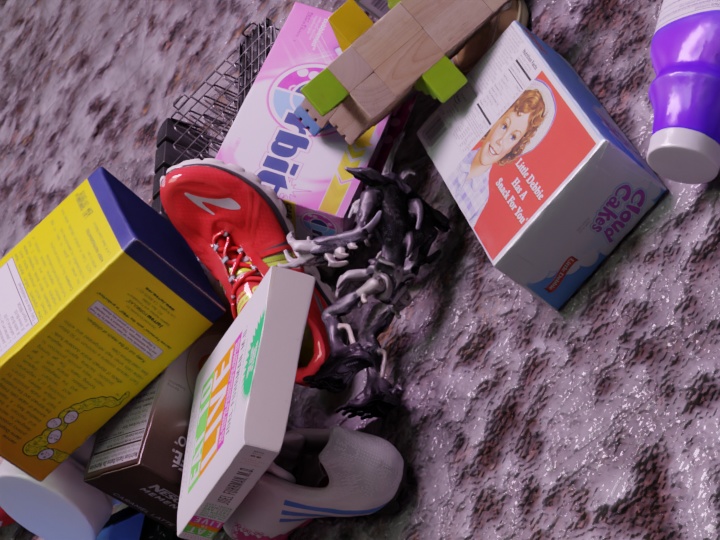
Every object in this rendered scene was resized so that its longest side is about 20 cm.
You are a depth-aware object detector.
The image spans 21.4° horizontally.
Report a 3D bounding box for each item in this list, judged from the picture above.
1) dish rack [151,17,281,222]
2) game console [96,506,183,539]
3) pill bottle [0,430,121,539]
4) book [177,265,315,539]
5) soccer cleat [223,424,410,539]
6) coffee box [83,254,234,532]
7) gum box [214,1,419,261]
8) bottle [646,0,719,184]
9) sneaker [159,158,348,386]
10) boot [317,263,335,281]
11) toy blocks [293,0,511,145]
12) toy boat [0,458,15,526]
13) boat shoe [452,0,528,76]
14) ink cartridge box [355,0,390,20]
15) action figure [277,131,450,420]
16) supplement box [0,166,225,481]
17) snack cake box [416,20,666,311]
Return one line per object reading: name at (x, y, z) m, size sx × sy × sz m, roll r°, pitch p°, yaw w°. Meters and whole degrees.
dish rack at (-0.125, -0.133, 1.760) m, size 0.200 × 0.054 × 0.154 m, roll -43°, pitch 33°, yaw 33°
game console at (-0.249, 0.253, 1.527) m, size 0.200 × 0.119 × 0.173 m, roll -28°, pitch 41°, yaw 41°
pill bottle at (-0.213, 0.120, 1.565) m, size 0.114 × 0.114 × 0.200 m, roll -19°, pitch 34°, yaw 48°
book at (-0.082, 0.101, 1.342) m, size 0.200 × 0.048 × 0.134 m, roll 125°, pitch 158°, yaw -58°
soccer cleat at (-0.051, 0.146, 1.362) m, size 0.200 × 0.086 × 0.070 m, roll -22°, pitch 45°, yaw 47°
coffee box at (-0.129, 0.094, 1.503) m, size 0.080 × 0.114 × 0.201 m, roll -20°, pitch 48°, yaw 45°
gum box at (-0.031, -0.117, 1.520) m, size 0.066 × 0.113 × 0.200 m, roll 91°, pitch -160°, yaw -57°
bottle at (0.232, -0.153, 1.241) m, size 0.083 × 0.065 × 0.201 m, roll -15°, pitch 50°, yaw 51°
sneaker at (-0.078, 0.002, 1.424) m, size 0.077 × 0.200 × 0.085 m, roll -35°, pitch 12°, yaw 22°
boot at (-0.046, -0.083, 1.590) m, size 0.154 × 0.073 × 0.203 m, roll -55°, pitch 31°, yaw -2°
toy blocks at (0.030, -0.161, 1.432) m, size 0.200 × 0.100 × 0.137 m, roll -42°, pitch 1°, yaw -16°
toy boat at (-0.375, 0.213, 1.781) m, size 0.200 × 0.130 × 0.131 m, roll 6°, pitch 97°, yaw 58°
boat shoe at (0.091, -0.227, 1.525) m, size 0.073 × 0.063 × 0.201 m, roll -30°, pitch 40°, yaw 40°
ink cartridge box at (0.004, -0.289, 1.675) m, size 0.059 × 0.104 × 0.200 m, roll -47°, pitch 31°, yaw 16°
action figure at (0.000, 0.000, 1.396) m, size 0.102 × 0.119 × 0.201 m, roll -7°, pitch 62°, yaw 37°
supplement box at (-0.220, 0.041, 1.446) m, size 0.200 × 0.109 × 0.109 m, roll -42°, pitch 40°, yaw 8°
snack cake box at (0.122, -0.078, 1.334) m, size 0.115 × 0.067 × 0.200 m, roll -47°, pitch 31°, yaw 15°
